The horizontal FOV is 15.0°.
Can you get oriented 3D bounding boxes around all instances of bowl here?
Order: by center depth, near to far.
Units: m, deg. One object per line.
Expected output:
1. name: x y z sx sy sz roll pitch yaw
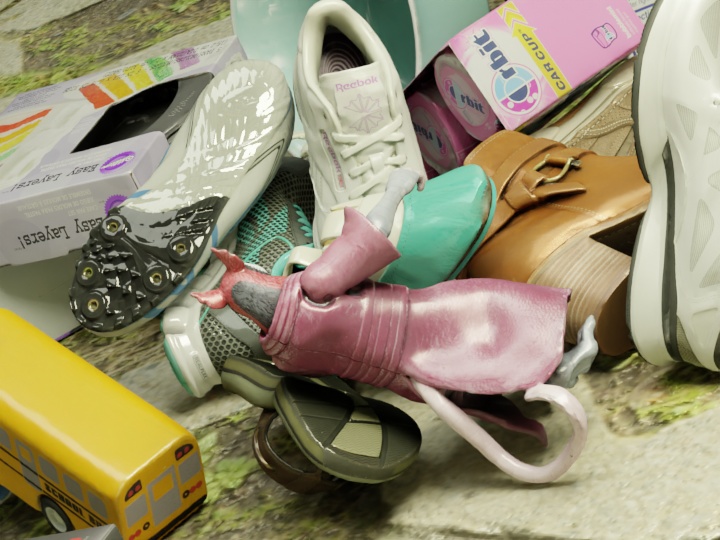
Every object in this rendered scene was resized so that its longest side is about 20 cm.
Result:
1. bowl: 0.012 -0.169 1.838 0.105 0.202 0.200 -16 12 -38

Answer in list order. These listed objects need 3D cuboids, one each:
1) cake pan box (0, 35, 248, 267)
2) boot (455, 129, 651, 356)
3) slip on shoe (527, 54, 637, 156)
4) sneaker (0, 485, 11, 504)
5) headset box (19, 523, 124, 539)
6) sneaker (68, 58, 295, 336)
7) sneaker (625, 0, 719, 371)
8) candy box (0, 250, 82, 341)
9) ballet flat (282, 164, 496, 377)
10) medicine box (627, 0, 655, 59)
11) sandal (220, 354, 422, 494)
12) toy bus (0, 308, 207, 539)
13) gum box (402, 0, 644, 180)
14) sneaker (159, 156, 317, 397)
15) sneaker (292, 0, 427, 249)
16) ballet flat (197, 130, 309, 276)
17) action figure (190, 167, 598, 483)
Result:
1. cake pan box: -0.178 -0.073 1.795 0.199 0.053 0.184 -11 29 31
2. boot: 0.139 -0.043 1.499 0.200 0.077 0.155 -46 43 -16
3. slip on shoe: 0.142 -0.066 1.606 0.199 0.076 0.061 -31 61 -33
4. sneaker: -0.278 0.127 1.602 0.146 0.081 0.200 -11 20 42
5. headset box: -0.197 0.205 1.345 0.199 0.075 0.149 -12 25 32
6. sneaker: -0.100 -0.036 1.628 0.072 0.073 0.200 27 67 20
7. sneaker: 0.197 -0.047 1.349 0.115 0.202 0.075 8 11 37
8. candy box: -0.239 -0.010 1.880 0.167 0.072 0.200 -29 23 -7
9. ballet flat: 0.000 0.000 1.487 0.200 0.070 0.068 -47 32 50
10. medicine box: 0.223 -0.235 1.695 0.181 0.201 0.103 -21 22 12
11. sandal: -0.025 0.088 1.445 0.201 0.079 0.058 -156 83 -72
12. toy bus: -0.176 0.086 1.521 0.199 0.079 0.065 31 56 34
13. gum box: 0.081 -0.109 1.663 0.113 0.066 0.200 -35 -2 -22
14. sneaker: -0.046 0.000 1.653 0.091 0.078 0.201 -10 36 26
15. sneaker: -0.001 -0.063 1.585 0.074 0.201 0.100 -17 -18 -4
16. ballet flat: -0.084 -0.041 1.778 0.199 0.072 0.072 -28 22 -2
17. action figure: 0.010 0.039 1.384 0.199 0.134 0.150 12 45 -9
